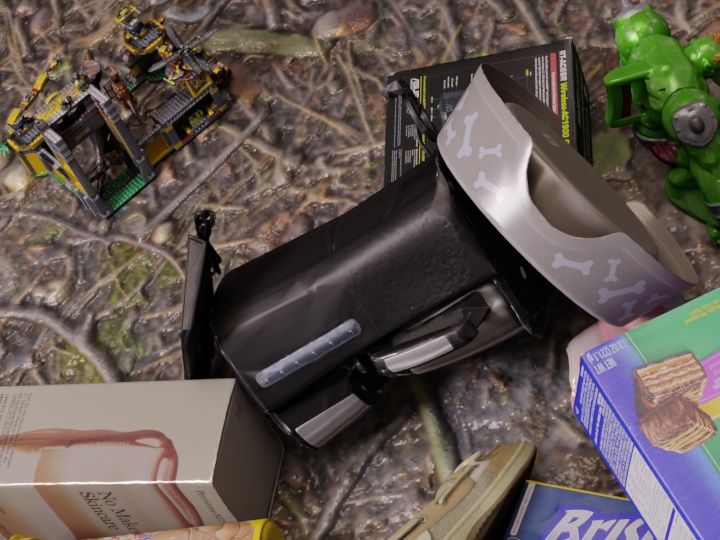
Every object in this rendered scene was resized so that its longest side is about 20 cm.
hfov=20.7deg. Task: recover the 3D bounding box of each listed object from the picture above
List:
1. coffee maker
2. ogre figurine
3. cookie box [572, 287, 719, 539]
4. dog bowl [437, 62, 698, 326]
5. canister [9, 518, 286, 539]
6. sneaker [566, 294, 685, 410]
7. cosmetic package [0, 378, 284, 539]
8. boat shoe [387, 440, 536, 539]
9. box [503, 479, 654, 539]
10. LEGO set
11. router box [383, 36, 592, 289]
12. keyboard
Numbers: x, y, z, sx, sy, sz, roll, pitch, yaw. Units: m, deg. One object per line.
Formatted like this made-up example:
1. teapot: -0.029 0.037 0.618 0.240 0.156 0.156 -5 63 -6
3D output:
1. coffee maker: 0.000 0.000 1.360 0.200 0.135 0.192 -29 84 17
2. ogre figurine: 0.227 -0.112 1.418 0.098 0.120 0.200 -10 51 15
3. cookie box: 0.248 0.108 1.166 0.171 0.075 0.200 -25 59 -12
4. dog bowl: 0.131 -0.045 1.292 0.059 0.200 0.200 -45 47 13
5. canister: -0.149 0.243 1.314 0.200 0.087 0.149 -8 51 14
6. sneaker: 0.202 0.095 1.294 0.105 0.075 0.200 -29 43 -2
7. cosmetic package: -0.168 0.139 1.394 0.200 0.103 0.087 -4 53 22
8. boat shoe: 0.054 0.164 1.259 0.063 0.073 0.201 23 39 18
9. box: 0.189 0.189 1.229 0.200 0.064 0.070 7 56 28
10. LEGO set: -0.212 -0.150 1.633 0.200 0.116 0.154 -35 48 -7
11. router box: 0.097 -0.073 1.479 0.150 0.062 0.200 -10 50 15
12. keyboard: -0.112 0.021 1.400 0.021 0.200 0.127 4 71 -3
